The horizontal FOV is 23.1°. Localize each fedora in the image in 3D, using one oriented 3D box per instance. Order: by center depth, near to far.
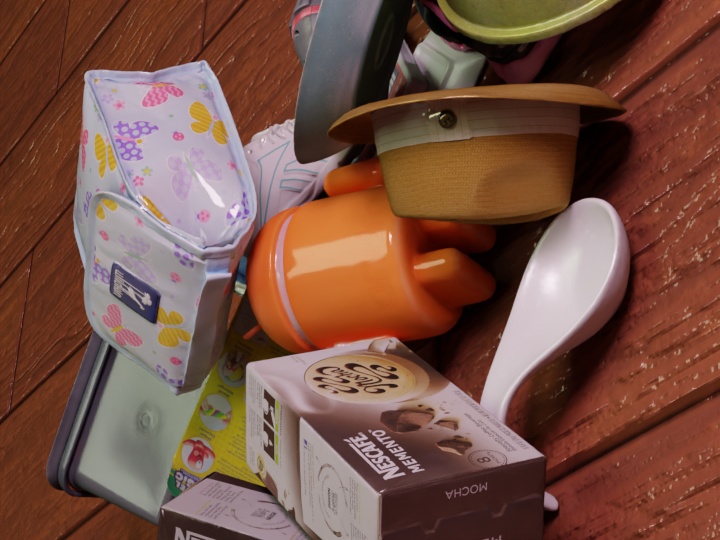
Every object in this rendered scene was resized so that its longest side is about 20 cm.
[{"bbox_3d":[0.078,-0.072,1.165,0.200,0.200,0.082,-9,85,62],"label":"fedora"}]

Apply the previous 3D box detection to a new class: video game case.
[{"bbox_3d":[0.005,-0.124,1.469,0.200,0.017,0.144,-106,39,-66],"label":"video game case"}]

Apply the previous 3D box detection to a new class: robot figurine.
[{"bbox_3d":[0.000,-0.002,1.288,0.199,0.117,0.145,-11,103,30],"label":"robot figurine"}]

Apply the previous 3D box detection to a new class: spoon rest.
[{"bbox_3d":[0.120,0.049,1.123,0.099,0.060,0.201,6,80,64],"label":"spoon rest"}]

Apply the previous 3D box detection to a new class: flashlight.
[{"bbox_3d":[-0.039,-0.157,1.504,0.068,0.067,0.201,121,164,-49],"label":"flashlight"}]

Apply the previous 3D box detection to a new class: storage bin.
[{"bbox_3d":[-0.165,0.134,1.572,0.134,0.145,0.201,26,97,37],"label":"storage bin"}]

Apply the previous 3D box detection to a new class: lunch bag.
[{"bbox_3d":[-0.151,-0.031,1.336,0.170,0.126,0.201,107,147,-49],"label":"lunch bag"}]

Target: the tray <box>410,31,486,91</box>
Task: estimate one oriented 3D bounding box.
[{"bbox_3d":[0.036,-0.101,1.433,0.201,0.022,0.107,-66,27,12],"label":"tray"}]

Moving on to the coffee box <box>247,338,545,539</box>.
[{"bbox_3d":[0.017,0.121,1.095,0.200,0.112,0.080,-142,48,-58],"label":"coffee box"}]

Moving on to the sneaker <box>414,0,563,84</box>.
[{"bbox_3d":[0.077,-0.207,1.331,0.079,0.095,0.200,-61,27,8],"label":"sneaker"}]

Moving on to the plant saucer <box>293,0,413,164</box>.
[{"bbox_3d":[0.003,-0.166,1.244,0.200,0.036,0.201,17,-90,-82],"label":"plant saucer"}]

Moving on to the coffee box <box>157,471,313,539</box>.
[{"bbox_3d":[-0.032,0.217,1.135,0.080,0.199,0.114,-27,-51,-63],"label":"coffee box"}]

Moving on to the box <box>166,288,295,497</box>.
[{"bbox_3d":[-0.069,0.114,1.400,0.201,0.117,0.048,-65,-17,10],"label":"box"}]

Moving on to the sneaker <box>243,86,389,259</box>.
[{"bbox_3d":[-0.052,-0.089,1.389,0.200,0.080,0.070,-51,-4,25],"label":"sneaker"}]

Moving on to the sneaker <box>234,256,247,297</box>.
[{"bbox_3d":[-0.054,-0.003,1.503,0.200,0.078,0.090,24,88,56],"label":"sneaker"}]

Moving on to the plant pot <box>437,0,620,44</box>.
[{"bbox_3d":[0.096,-0.286,1.166,0.200,0.184,0.201,-21,45,22],"label":"plant pot"}]
